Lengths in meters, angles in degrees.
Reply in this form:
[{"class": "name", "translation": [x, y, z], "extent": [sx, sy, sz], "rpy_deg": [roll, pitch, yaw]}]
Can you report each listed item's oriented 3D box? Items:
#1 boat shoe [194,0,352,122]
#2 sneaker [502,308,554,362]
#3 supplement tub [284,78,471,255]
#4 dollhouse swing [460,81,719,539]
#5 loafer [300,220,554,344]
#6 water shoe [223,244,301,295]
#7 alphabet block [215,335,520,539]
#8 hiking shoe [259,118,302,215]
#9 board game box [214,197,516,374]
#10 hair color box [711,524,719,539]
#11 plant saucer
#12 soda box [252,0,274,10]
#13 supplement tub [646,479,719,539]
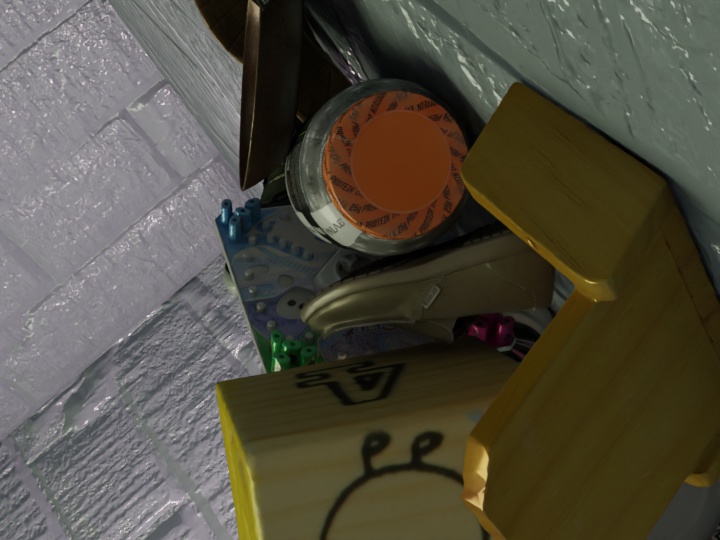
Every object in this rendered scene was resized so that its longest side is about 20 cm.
[{"class": "boat shoe", "translation": [-0.079, -0.199, 1.097], "extent": [0.200, 0.071, 0.065], "rpy_deg": [52, -177, -14]}, {"class": "sneaker", "translation": [0.159, 0.122, 1.116], "extent": [0.080, 0.087, 0.200], "rpy_deg": [-16, 120, 46]}, {"class": "supplement tub", "translation": [0.011, -0.073, 0.926], "extent": [0.123, 0.122, 0.200], "rpy_deg": [50, 176, -7]}, {"class": "dollhouse swing", "translation": [0.102, 0.049, 0.704], "extent": [0.182, 0.176, 0.200], "rpy_deg": [45, 174, 46]}, {"class": "loafer", "translation": [0.047, 0.020, 0.894], "extent": [0.076, 0.199, 0.069], "rpy_deg": [-29, -80, -61]}, {"class": "water shoe", "translation": [-0.056, 0.007, 1.127], "extent": [0.200, 0.071, 0.080], "rpy_deg": [-36, -62, -67]}, {"class": "alphabet block", "translation": [0.021, 0.165, 0.856], "extent": [0.196, 0.198, 0.197], "rpy_deg": [-155, 55, -77]}, {"class": "hiking shoe", "translation": [-0.066, -0.114, 1.162], "extent": [0.101, 0.075, 0.201], "rpy_deg": [57, -150, -28]}, {"class": "board game box", "translation": [0.000, 0.000, 1.021], "extent": [0.201, 0.198, 0.026], "rpy_deg": [-114, 23, -44]}, {"class": "hair color box", "translation": [0.258, 0.296, 1.021], "extent": [0.111, 0.200, 0.064], "rpy_deg": [52, 174, -31]}, {"class": "plant saucer", "translation": [-0.068, -0.160, 0.971], "extent": [0.200, 0.036, 0.202], "rpy_deg": [-176, 90, -81]}, {"class": "soda box", "translation": [-0.107, -0.266, 0.878], "extent": [0.200, 0.063, 0.071], "rpy_deg": [48, 176, 34]}, {"class": "supplement tub", "translation": [0.191, 0.161, 0.964], "extent": [0.141, 0.140, 0.200], "rpy_deg": [49, 175, 13]}]
